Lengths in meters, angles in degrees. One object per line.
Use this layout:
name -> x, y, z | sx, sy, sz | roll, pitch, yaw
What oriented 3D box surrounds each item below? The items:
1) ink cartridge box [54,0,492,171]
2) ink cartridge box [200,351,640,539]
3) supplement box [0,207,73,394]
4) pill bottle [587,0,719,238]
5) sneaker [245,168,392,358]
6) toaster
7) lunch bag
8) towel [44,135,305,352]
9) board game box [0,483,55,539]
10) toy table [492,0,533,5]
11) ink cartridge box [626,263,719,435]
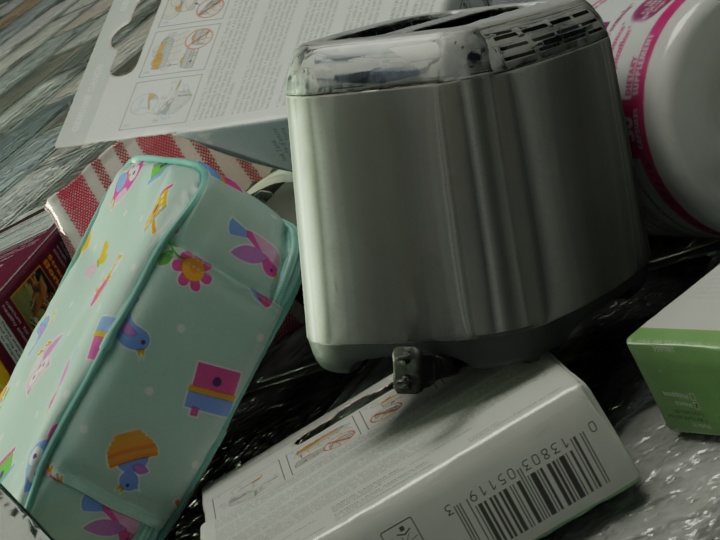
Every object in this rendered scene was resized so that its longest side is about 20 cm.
ink cartridge box -> -0.036, -0.114, 1.142 | 0.199, 0.057, 0.163 | -10, 44, 27
ink cartridge box -> 0.014, 0.085, 0.914 | 0.160, 0.050, 0.200 | -30, 7, -1
supplement box -> -0.178, 0.050, 1.231 | 0.085, 0.111, 0.200 | -23, 16, 23
pill bottle -> 0.131, -0.073, 1.052 | 0.113, 0.114, 0.200 | -35, 16, -20
sneaker -> 0.000, 0.000, 1.085 | 0.199, 0.074, 0.079 | 8, 47, 42
toaster -> 0.039, -0.036, 0.917 | 0.113, 0.130, 0.200 | -4, 10, 28
lunch bag -> -0.106, 0.042, 1.059 | 0.201, 0.077, 0.160 | -62, 18, -6
towel -> -0.054, -0.036, 1.195 | 0.200, 0.147, 0.030 | -37, -18, 10
board game box -> -0.175, 0.146, 0.902 | 0.135, 0.028, 0.200 | -37, 44, -16
toy table -> 0.092, -0.208, 1.223 | 0.184, 0.201, 0.117 | -37, -17, 37
ink cartridge box -> 0.212, -0.012, 0.836 | 0.200, 0.048, 0.145 | -37, 17, -25
